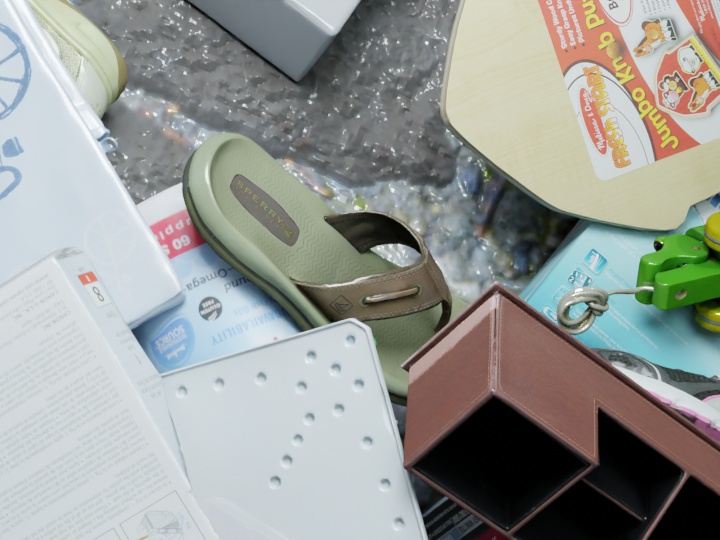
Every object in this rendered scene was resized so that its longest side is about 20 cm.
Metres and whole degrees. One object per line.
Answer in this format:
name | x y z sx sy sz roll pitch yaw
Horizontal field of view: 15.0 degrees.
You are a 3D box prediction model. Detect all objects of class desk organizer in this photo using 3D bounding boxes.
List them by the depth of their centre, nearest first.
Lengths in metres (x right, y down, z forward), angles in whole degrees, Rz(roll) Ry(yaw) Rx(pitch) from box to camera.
desk organizer | 0.115 0.102 1.322 0.200 0.072 0.077 35 32 -21

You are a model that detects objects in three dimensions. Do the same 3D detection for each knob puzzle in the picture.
knob puzzle | 0.130 -0.114 1.470 0.219 0.030 0.221 1 87 -18

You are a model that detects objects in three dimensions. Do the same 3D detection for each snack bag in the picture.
snack bag | -0.204 -0.021 1.373 0.188 0.021 0.200 -34 83 7

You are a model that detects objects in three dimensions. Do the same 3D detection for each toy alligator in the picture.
toy alligator | 0.182 -0.004 1.445 0.199 0.059 0.054 -9 31 -22

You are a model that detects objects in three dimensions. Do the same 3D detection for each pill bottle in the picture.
pill bottle | -0.053 0.056 1.398 0.108 0.109 0.200 -20 78 -25

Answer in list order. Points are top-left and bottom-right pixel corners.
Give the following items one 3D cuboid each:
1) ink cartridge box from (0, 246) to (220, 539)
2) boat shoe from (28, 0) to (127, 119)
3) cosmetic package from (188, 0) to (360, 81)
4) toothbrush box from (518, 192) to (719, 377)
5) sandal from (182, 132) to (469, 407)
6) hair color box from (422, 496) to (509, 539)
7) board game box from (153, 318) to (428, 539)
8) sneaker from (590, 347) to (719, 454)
ink cartridge box | -0.155 0.113 1.327 0.162 0.050 0.200 -31 91 14
boat shoe | -0.217 -0.141 1.437 0.201 0.073 0.063 41 58 -9
cosmetic package | -0.014 -0.217 1.537 0.101 0.071 0.200 37 62 -4
toothbrush box | 0.161 0.039 1.494 0.146 0.085 0.200 40 63 -2
sandal | -0.001 0.000 1.357 0.201 0.057 0.080 37 43 -22
hair color box | 0.118 0.186 1.415 0.061 0.099 0.200 -36 85 -28
board game box | -0.060 0.145 1.328 0.199 0.026 0.201 -17 85 16
sneaker | 0.195 0.086 1.413 0.200 0.080 0.086 27 42 -12
